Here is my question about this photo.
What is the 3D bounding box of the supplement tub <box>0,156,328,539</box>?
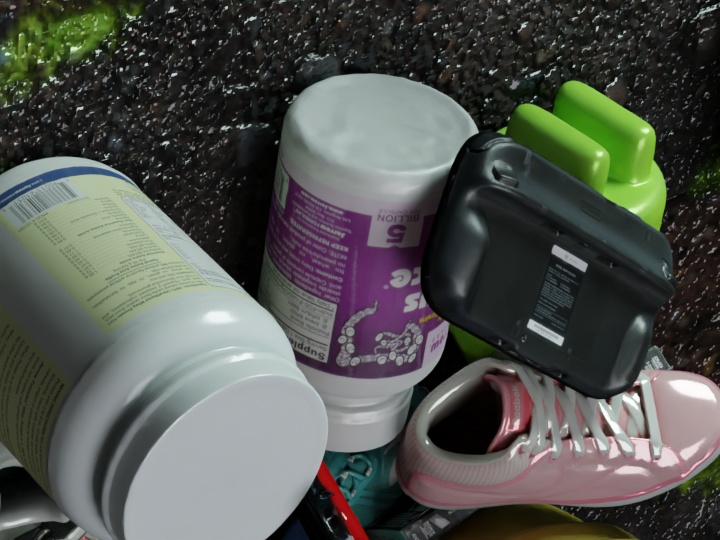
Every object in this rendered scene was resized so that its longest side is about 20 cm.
[{"bbox_3d":[-0.123,0.049,1.523,0.145,0.200,0.145,-25,137,-26],"label":"supplement tub"}]

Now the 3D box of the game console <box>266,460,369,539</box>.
[{"bbox_3d":[-0.049,0.169,1.607,0.119,0.200,0.173,-31,123,-3],"label":"game console"}]

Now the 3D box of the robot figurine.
[{"bbox_3d":[0.115,-0.009,1.768,0.175,0.116,0.200,-29,140,-40],"label":"robot figurine"}]

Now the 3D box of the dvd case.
[{"bbox_3d":[0.087,0.112,1.847,0.200,0.146,0.022,-36,96,-17],"label":"dvd case"}]

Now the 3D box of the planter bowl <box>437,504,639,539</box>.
[{"bbox_3d":[0.088,0.199,1.815,0.200,0.084,0.201,-20,144,-15],"label":"planter bowl"}]

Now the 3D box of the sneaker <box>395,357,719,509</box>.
[{"bbox_3d":[0.119,0.091,1.712,0.200,0.076,0.105,-8,159,-1],"label":"sneaker"}]

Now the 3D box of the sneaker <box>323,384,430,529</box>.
[{"bbox_3d":[-0.027,0.143,1.773,0.200,0.080,0.078,-43,99,-7],"label":"sneaker"}]

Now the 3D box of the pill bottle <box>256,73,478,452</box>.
[{"bbox_3d":[0.000,0.000,1.670,0.112,0.112,0.200,-18,133,-33],"label":"pill bottle"}]

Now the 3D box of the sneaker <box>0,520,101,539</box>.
[{"bbox_3d":[-0.162,0.131,1.680,0.200,0.077,0.085,-40,161,-9],"label":"sneaker"}]

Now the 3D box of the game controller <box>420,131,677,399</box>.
[{"bbox_3d":[0.105,0.000,1.635,0.200,0.042,0.104,29,85,-46],"label":"game controller"}]

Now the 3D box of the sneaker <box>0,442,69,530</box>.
[{"bbox_3d":[-0.235,0.110,1.556,0.200,0.093,0.070,-3,124,-42],"label":"sneaker"}]
